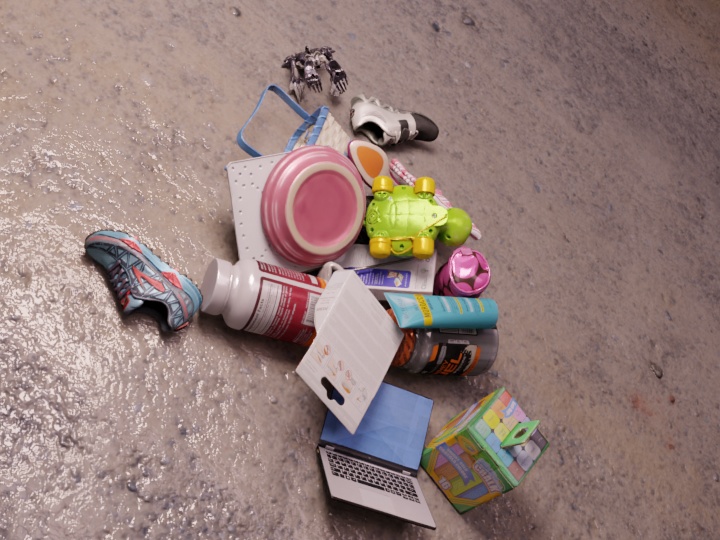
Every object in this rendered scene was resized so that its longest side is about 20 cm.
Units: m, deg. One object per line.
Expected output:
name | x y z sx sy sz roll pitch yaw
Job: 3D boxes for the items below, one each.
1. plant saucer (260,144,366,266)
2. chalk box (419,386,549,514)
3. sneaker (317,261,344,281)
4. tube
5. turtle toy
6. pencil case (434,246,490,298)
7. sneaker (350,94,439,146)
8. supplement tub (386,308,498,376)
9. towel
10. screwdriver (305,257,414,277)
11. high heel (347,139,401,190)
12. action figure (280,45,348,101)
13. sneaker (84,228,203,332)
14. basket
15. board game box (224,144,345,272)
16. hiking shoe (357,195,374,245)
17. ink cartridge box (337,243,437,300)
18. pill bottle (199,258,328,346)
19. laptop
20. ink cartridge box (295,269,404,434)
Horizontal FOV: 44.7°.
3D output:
plant saucer | -0.069 -0.105 1.459 0.198 0.051 0.205 -7 103 -31
chalk box | 0.210 0.286 1.424 0.124 0.200 0.124 50 47 5
sneaker | -0.017 0.080 1.459 0.074 0.089 0.202 -27 86 -11
tube | 0.136 0.069 1.459 0.197 0.051 0.078 3 36 -27
turtle toy | 0.097 -0.081 1.533 0.196 0.101 0.149 2 74 6
pencil case | 0.175 0.016 1.576 0.089 0.200 0.096 5 77 -7
sneaker | 0.068 -0.283 1.789 0.197 0.074 0.090 14 59 -17
supplement tub | 0.134 0.121 1.533 0.197 0.123 0.124 6 58 -30
towel | 0.143 -0.140 1.680 0.146 0.030 0.200 34 10 -34
screwdriver | 0.000 0.000 1.535 0.196 0.029 0.028 -8 50 -12
high heel | 0.025 -0.180 1.635 0.199 0.095 0.068 34 82 -37
action figure | -0.089 -0.386 1.724 0.117 0.104 0.200 -12 23 -9
sneaker | -0.336 0.018 1.312 0.198 0.079 0.096 34 55 -6
basket | -0.117 -0.223 1.569 0.200 0.138 0.178 41 45 -19
board game box | -0.125 -0.096 1.470 0.197 0.026 0.204 -15 106 -30
hiking shoe | 0.027 -0.092 1.629 0.199 0.076 0.101 38 51 -6
ink cartridge box | 0.036 0.003 1.561 0.196 0.040 0.101 5 53 8
pill bottle | -0.150 0.047 1.395 0.197 0.113 0.115 17 53 -25
laptop | 0.039 0.275 1.368 0.185 0.117 0.201 22 17 -20
ink cartridge box | -0.024 0.126 1.369 0.161 0.047 0.202 51 53 -30
